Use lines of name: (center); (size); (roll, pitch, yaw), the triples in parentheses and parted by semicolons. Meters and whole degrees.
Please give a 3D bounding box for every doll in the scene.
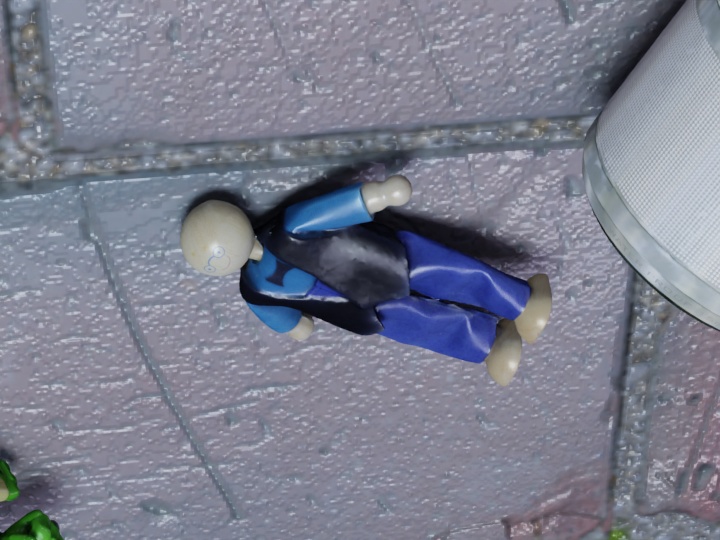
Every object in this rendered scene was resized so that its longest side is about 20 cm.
doll: (0.000, 0.000, 1.459); (0.199, 0.049, 0.137); (16, 137, -14)

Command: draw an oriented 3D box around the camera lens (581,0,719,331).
camera lens: (0.217, -0.076, 1.354); (0.159, 0.161, 0.200); (20, 125, -25)

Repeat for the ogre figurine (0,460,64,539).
ogre figurine: (-0.271, 0.132, 1.499); (0.120, 0.098, 0.200); (-45, 136, 13)
